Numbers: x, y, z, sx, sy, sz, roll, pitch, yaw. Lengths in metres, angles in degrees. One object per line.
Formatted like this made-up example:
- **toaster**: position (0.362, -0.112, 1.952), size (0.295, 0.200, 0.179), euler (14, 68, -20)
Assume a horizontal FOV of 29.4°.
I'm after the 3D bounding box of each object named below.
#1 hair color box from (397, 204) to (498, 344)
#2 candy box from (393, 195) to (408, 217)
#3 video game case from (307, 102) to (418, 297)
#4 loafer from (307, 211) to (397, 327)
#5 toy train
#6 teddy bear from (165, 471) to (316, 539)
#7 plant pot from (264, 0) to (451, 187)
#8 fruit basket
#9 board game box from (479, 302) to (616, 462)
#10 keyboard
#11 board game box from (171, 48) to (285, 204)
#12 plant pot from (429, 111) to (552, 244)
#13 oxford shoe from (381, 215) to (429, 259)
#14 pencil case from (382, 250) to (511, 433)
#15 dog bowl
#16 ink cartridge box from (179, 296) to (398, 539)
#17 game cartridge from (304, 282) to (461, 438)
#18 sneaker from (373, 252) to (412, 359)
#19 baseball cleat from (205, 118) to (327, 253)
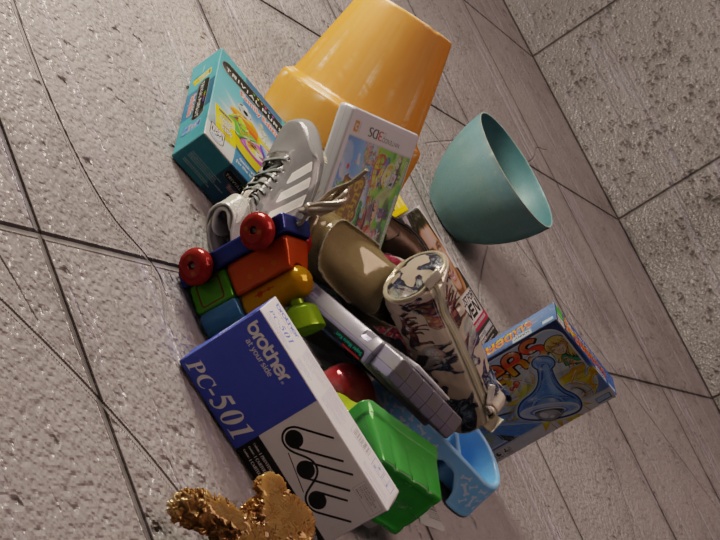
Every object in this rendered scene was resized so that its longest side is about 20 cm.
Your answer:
- **hair color box**: position (0.095, 0.022, 1.771), size (0.201, 0.060, 0.099), euler (57, 19, -2)
- **candy box**: position (-0.005, -0.155, 1.837), size (0.202, 0.026, 0.102), euler (59, 16, -1)
- **video game case**: position (-0.008, -0.069, 1.499), size (0.022, 0.203, 0.182), euler (21, 4, 25)
- **loafer**: position (0.000, 0.000, 1.439), size (0.067, 0.077, 0.200), euler (17, -16, 33)
- **toy train**: position (-0.059, 0.006, 1.211), size (0.084, 0.198, 0.117), euler (15, 51, -62)
- **teddy bear**: position (-0.097, 0.232, 1.002), size (0.145, 0.067, 0.201), euler (41, 31, -20)
- **plant pot**: position (0.011, -0.225, 1.639), size (0.199, 0.185, 0.200), euler (32, 7, -5)
- **fruit basket**: position (-0.008, 0.152, 1.323), size (0.185, 0.094, 0.201), euler (39, 12, -45)
- **board game box**: position (0.177, 0.139, 1.589), size (0.136, 0.199, 0.035), euler (48, 22, -25)
- **keyboard**: position (0.036, 0.091, 1.458), size (0.057, 0.011, 0.200), euler (53, -10, -24)
- **board game box**: position (-0.126, -0.130, 1.469), size (0.151, 0.047, 0.201), euler (49, 22, -27)
- **plant pot**: position (0.184, -0.119, 2.085), size (0.201, 0.134, 0.201), euler (49, 21, -26)
- **oxford shoe**: position (0.015, -0.039, 1.659), size (0.200, 0.073, 0.084), euler (46, 22, 1)
- **pencil case**: position (0.090, 0.076, 1.434), size (0.089, 0.078, 0.202), euler (14, -43, 50)
- **dog bowl**: position (0.088, 0.186, 1.528), size (0.200, 0.049, 0.112), euler (47, 22, -29)
- **ink cartridge box**: position (-0.060, 0.134, 1.171), size (0.202, 0.093, 0.044), euler (58, 21, -4)
- **game cartridge**: position (0.007, 0.083, 1.373), size (0.129, 0.039, 0.200), euler (42, -3, -42)
- **sneaker**: position (0.049, 0.043, 1.607), size (0.075, 0.080, 0.201), euler (59, 2, 41)
- **baseball cleat**: position (-0.092, -0.071, 1.340), size (0.106, 0.069, 0.203), euler (31, 60, -44)
